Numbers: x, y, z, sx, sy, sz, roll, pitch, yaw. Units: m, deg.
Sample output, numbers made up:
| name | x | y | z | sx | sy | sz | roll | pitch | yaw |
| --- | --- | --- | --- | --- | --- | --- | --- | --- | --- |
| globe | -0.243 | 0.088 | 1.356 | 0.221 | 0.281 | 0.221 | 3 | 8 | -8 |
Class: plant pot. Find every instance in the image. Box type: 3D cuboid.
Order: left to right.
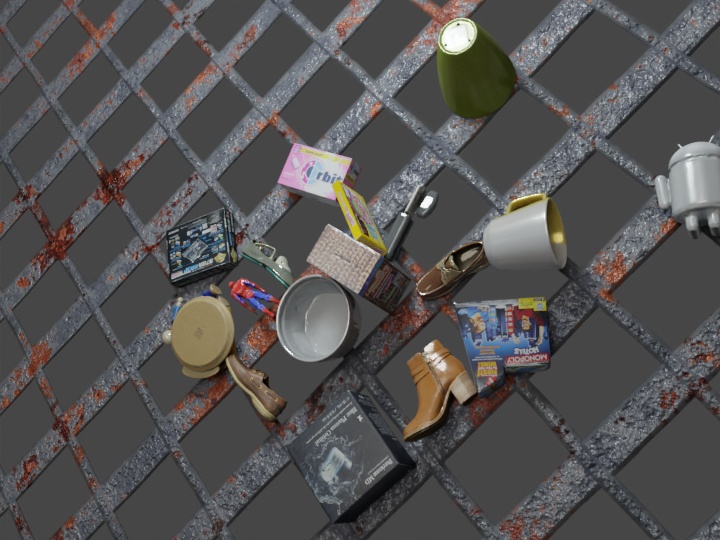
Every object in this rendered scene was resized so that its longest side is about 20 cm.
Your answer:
| name | x | y | z | sx | sy | sz | roll | pitch | yaw |
| --- | --- | --- | --- | --- | --- | --- | --- | --- | --- |
| plant pot | 0.252 | -0.489 | 1.679 | 0.184 | 0.200 | 0.191 | -7 | 71 | 22 |

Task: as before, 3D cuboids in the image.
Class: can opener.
| name | x | y | z | sx | sy | sz | roll | pitch | yaw |
| --- | --- | --- | --- | --- | --- | --- | --- | --- | --- |
| can opener | 0.113 | -0.111 | 1.704 | 0.066 | 0.053 | 0.202 | 30 | 87 | 29 |

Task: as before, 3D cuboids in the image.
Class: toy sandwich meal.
| name | x | y | z | sx | sy | sz | roll | pitch | yaw |
| --- | --- | --- | --- | --- | --- | --- | --- | --- | --- |
| toy sandwich meal | -0.390 | 0.169 | 1.820 | 0.201 | 0.070 | 0.209 | -3 | 80 | 19 |

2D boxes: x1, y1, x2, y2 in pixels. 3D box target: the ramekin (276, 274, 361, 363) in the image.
| name | x | y | z | sx | sy | sz | roll | pitch | yaw |
| --- | --- | --- | --- | --- | --- | --- | --- | --- | --- |
| ramekin | -0.089 | 0.120 | 1.685 | 0.197 | 0.105 | 0.204 | -7 | 75 | 26 |

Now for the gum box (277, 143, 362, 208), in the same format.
| name | x | y | z | sx | sy | sz | roll | pitch | yaw |
| --- | --- | --- | --- | --- | --- | --- | --- | --- | --- |
| gum box | -0.110 | -0.244 | 1.840 | 0.197 | 0.066 | 0.115 | 19 | 83 | 28 |

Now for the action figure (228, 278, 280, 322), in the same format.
| name | x | y | z | sx | sy | sz | roll | pitch | yaw |
| --- | --- | --- | --- | --- | --- | --- | --- | --- | --- |
| action figure | -0.268 | 0.070 | 1.822 | 0.198 | 0.052 | 0.066 | 26 | 80 | 34 |

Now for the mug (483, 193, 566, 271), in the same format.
| name | x | y | z | sx | sy | sz | roll | pitch | yaw |
| --- | --- | --- | --- | --- | --- | --- | --- | --- | --- |
| mug | 0.356 | -0.070 | 1.555 | 0.151 | 0.186 | 0.152 | -12 | 101 | 29 |

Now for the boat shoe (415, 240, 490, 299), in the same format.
| name | x | y | z | sx | sy | sz | roll | pitch | yaw |
| --- | --- | --- | --- | --- | --- | --- | --- | --- | --- |
| boat shoe | 0.205 | -0.008 | 1.618 | 0.199 | 0.072 | 0.076 | -35 | 63 | 10 |

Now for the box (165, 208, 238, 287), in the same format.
| name | x | y | z | sx | sy | sz | roll | pitch | yaw |
| --- | --- | --- | --- | --- | --- | --- | --- | --- | --- |
| box | -0.430 | -0.060 | 1.938 | 0.197 | 0.046 | 0.162 | -19 | 67 | 18 |

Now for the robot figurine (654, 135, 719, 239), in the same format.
| name | x | y | z | sx | sy | sz | roll | pitch | yaw |
| --- | --- | --- | --- | --- | --- | --- | --- | --- | --- |
| robot figurine | 0.677 | -0.168 | 1.433 | 0.167 | 0.113 | 0.204 | -5 | 72 | 27 |

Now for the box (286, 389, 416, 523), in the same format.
| name | x | y | z | sx | sy | sz | roll | pitch | yaw |
| --- | --- | --- | --- | --- | --- | --- | --- | --- | --- |
| box | -0.021 | 0.405 | 1.564 | 0.196 | 0.117 | 0.201 | -42 | 63 | 6 |

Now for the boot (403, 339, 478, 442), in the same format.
| name | x | y | z | sx | sy | sz | roll | pitch | yaw |
| --- | --- | --- | --- | --- | --- | --- | --- | --- | --- |
| boot | 0.141 | 0.262 | 1.563 | 0.199 | 0.074 | 0.155 | -36 | 63 | -4 |

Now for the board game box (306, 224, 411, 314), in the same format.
| name | x | y | z | sx | sy | sz | roll | pitch | yaw |
| --- | --- | --- | --- | --- | --- | --- | --- | --- | --- |
| board game box | 0.000 | 0.000 | 1.636 | 0.158 | 0.200 | 0.098 | 31 | 88 | 29 |

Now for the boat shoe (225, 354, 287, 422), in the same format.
| name | x | y | z | sx | sy | sz | roll | pitch | yaw |
| --- | --- | --- | --- | --- | --- | --- | --- | --- | --- |
| boat shoe | -0.250 | 0.274 | 1.740 | 0.068 | 0.072 | 0.200 | -44 | 67 | -1 |

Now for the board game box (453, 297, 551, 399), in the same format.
| name | x | y | z | sx | sy | sz | roll | pitch | yaw |
| --- | --- | --- | --- | --- | --- | --- | --- | --- | --- |
| board game box | 0.297 | 0.165 | 1.514 | 0.196 | 0.062 | 0.203 | -4 | 65 | 13 |

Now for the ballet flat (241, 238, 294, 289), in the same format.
| name | x | y | z | sx | sy | sz | roll | pitch | yaw |
| --- | --- | --- | --- | --- | --- | --- | --- | --- | --- |
| ballet flat | -0.223 | -0.021 | 1.822 | 0.199 | 0.067 | 0.064 | 33 | 81 | 29 |

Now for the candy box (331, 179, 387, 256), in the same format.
| name | x | y | z | sx | sy | sz | roll | pitch | yaw |
| --- | --- | --- | --- | --- | --- | --- | --- | --- | --- |
| candy box | -0.003 | -0.125 | 1.706 | 0.026 | 0.102 | 0.202 | -39 | 47 | 18 |

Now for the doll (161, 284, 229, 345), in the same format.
| name | x | y | z | sx | sy | sz | roll | pitch | yaw |
| --- | --- | --- | --- | --- | --- | --- | --- | --- | --- |
| doll | -0.441 | 0.124 | 1.881 | 0.199 | 0.048 | 0.137 | -40 | 74 | 8 |
